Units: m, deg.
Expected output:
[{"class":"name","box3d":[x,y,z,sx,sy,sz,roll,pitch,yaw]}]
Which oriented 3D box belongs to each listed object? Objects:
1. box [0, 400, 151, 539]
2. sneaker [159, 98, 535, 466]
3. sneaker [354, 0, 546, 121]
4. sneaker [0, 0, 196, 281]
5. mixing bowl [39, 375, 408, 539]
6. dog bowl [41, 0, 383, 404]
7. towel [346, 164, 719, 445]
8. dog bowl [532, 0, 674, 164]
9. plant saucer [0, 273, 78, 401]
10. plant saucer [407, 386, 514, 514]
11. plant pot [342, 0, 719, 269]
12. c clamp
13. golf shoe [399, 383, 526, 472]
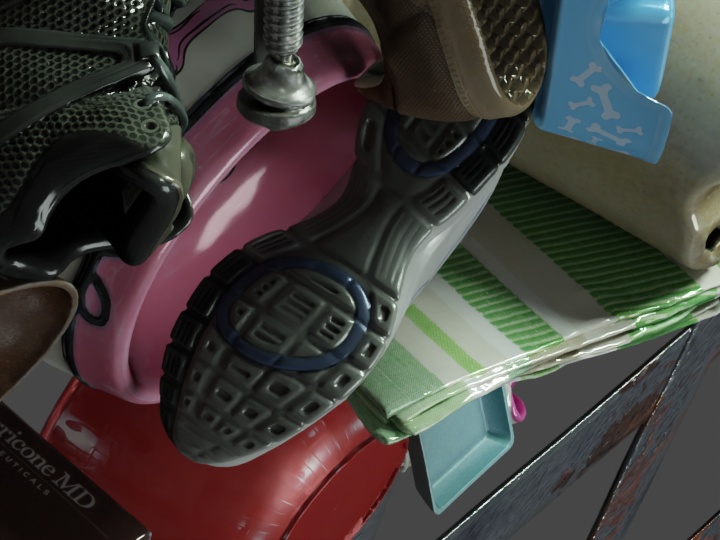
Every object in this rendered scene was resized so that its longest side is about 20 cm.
[{"class":"box","box3d":[-0.186,0.138,1.144,0.200,0.100,0.075,-33,155,-45]},{"class":"sneaker","box3d":[0.000,0.000,1.146,0.200,0.074,0.087,-48,167,-9]},{"class":"sneaker","box3d":[0.005,-0.143,1.052,0.070,0.075,0.201,-43,123,-50]},{"class":"sneaker","box3d":[-0.077,-0.075,0.981,0.200,0.114,0.076,-52,163,-22]},{"class":"mixing bowl","box3d":[-0.049,0.078,1.349,0.200,0.108,0.200,-44,160,-20]},{"class":"dog bowl","box3d":[-0.064,-0.033,1.155,0.200,0.074,0.200,-45,160,-21]},{"class":"towel","box3d":[0.049,-0.002,1.280,0.199,0.153,0.023,-20,137,-31]},{"class":"dog bowl","box3d":[0.096,-0.127,1.096,0.200,0.049,0.112,94,-1,-51]},{"class":"plant saucer","box3d":[-0.188,0.051,1.009,0.200,0.035,0.200,-36,171,-7]},{"class":"plant saucer","box3d":[0.033,0.015,1.398,0.070,0.019,0.201,-39,128,-40]},{"class":"plant pot","box3d":[0.114,-0.104,1.272,0.200,0.183,0.201,-45,161,-19]},{"class":"c clamp","box3d":[-0.027,-0.128,0.977,0.171,0.027,0.201,-96,-172,-54]},{"class":"golf shoe","box3d":[0.030,0.073,1.560,0.200,0.091,0.075,-50,164,1]}]
